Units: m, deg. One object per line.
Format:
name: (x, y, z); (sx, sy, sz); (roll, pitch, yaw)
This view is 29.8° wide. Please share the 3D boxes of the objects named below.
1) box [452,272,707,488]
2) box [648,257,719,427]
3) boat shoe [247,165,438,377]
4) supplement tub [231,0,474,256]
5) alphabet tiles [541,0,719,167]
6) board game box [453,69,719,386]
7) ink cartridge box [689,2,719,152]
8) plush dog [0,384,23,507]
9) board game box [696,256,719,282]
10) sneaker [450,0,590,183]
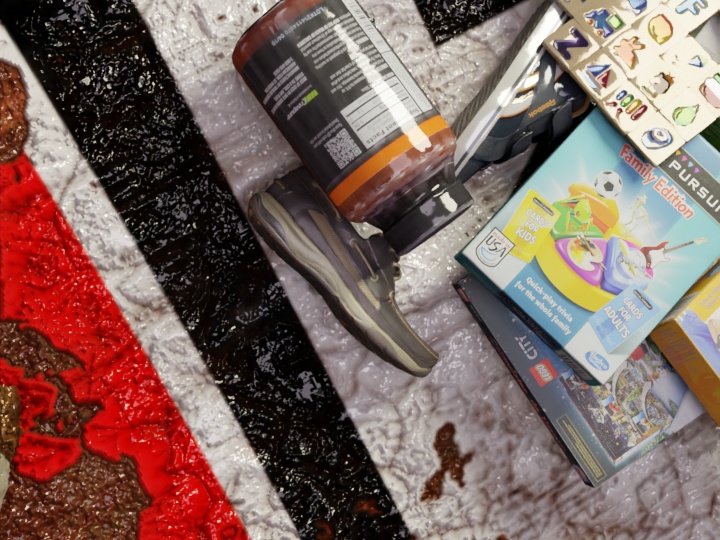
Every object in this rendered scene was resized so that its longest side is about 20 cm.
box: (0.187, 0.056, 1.106); (0.136, 0.038, 0.200); (-33, 88, -5)
box: (0.331, 0.091, 1.088); (0.119, 0.041, 0.200); (-38, 89, -34)
boat shoe: (0.000, 0.000, 1.059); (0.073, 0.074, 0.200); (-45, 106, -9)
supplement tub: (-0.001, -0.110, 1.012); (0.107, 0.107, 0.200); (-35, 88, -11)
alphabet tiles: (0.225, -0.202, 1.072); (0.167, 0.008, 0.200); (-37, 79, -14)
board game box: (0.197, -0.033, 1.070); (0.151, 0.047, 0.200); (43, 84, 0)
ink cartridge box: (0.351, -0.200, 1.147); (0.148, 0.076, 0.200); (38, 84, -16)
plush dog: (-0.321, 0.133, 0.950); (0.200, 0.160, 0.172); (-50, 128, -8)
board game box: (0.335, 0.024, 1.176); (0.200, 0.040, 0.153); (11, 91, -17)
sneaker: (0.132, -0.129, 1.086); (0.079, 0.078, 0.200); (39, 81, -10)
